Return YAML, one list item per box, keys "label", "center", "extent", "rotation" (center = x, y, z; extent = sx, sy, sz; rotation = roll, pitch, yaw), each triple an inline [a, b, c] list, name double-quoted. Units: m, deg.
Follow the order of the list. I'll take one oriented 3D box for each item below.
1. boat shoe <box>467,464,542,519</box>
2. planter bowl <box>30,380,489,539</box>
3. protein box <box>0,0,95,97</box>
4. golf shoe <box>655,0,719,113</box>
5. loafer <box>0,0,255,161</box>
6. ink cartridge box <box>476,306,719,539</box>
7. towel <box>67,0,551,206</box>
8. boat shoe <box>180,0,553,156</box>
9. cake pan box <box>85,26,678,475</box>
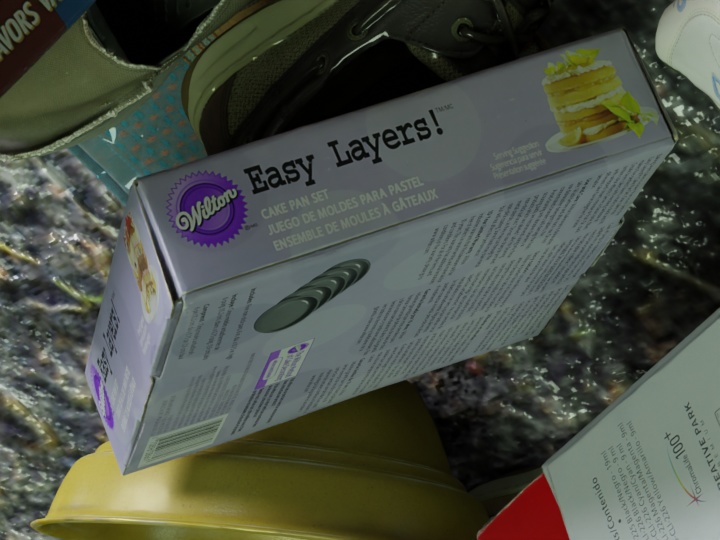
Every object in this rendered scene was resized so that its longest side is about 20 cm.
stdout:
- label: "boat shoe"
  center: [0.078, 0.127, 1.082]
  extent: [0.071, 0.076, 0.200]
  rotation: [33, 133, -15]
- label: "planter bowl"
  center: [-0.032, 0.077, 1.039]
  extent: [0.199, 0.084, 0.200]
  rotation: [6, 169, 1]
- label: "protein box"
  center: [-0.196, -0.139, 0.823]
  extent: [0.200, 0.135, 0.199]
  rotation: [-19, 116, 50]
- label: "golf shoe"
  center: [0.175, -0.035, 0.825]
  extent: [0.097, 0.079, 0.200]
  rotation: [-3, 138, 48]
- label: "loafer"
  center: [-0.091, -0.100, 0.912]
  extent: [0.200, 0.070, 0.075]
  rotation: [-34, 89, 32]
- label: "ink cartridge box"
  center: [0.174, 0.097, 0.944]
  extent: [0.199, 0.084, 0.176]
  rotation: [15, 133, -39]
- label: "towel"
  center: [-0.021, -0.063, 0.972]
  extent: [0.199, 0.022, 0.147]
  rotation: [-23, 122, 33]
- label: "boat shoe"
  center: [0.030, -0.085, 0.870]
  extent: [0.200, 0.065, 0.073]
  rotation: [-34, 144, 20]
- label: "cake pan box"
  center: [0.000, 0.000, 0.896]
  extent: [0.183, 0.053, 0.200]
  rotation: [-17, 163, -16]
